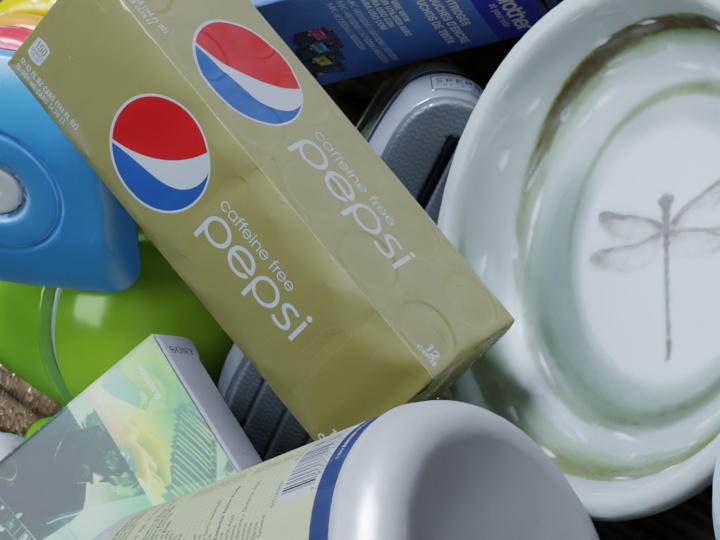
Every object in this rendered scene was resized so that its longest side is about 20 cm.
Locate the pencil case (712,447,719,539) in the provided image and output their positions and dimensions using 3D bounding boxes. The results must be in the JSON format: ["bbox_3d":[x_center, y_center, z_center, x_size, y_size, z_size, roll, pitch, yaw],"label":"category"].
[{"bbox_3d":[0.201,0.065,0.741,0.199,0.083,0.091,-15,101,49],"label":"pencil case"}]

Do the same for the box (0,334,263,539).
[{"bbox_3d":[-0.115,0.143,1.023,0.200,0.036,0.145,-39,71,14],"label":"box"}]

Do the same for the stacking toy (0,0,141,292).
[{"bbox_3d":[-0.122,-0.094,1.062,0.200,0.109,0.117,-67,-20,-47],"label":"stacking toy"}]

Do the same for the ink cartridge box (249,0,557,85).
[{"bbox_3d":[0.002,-0.157,1.000,0.199,0.076,0.137,-12,66,16],"label":"ink cartridge box"}]

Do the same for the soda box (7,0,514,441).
[{"bbox_3d":[-0.037,-0.029,0.919,0.200,0.068,0.064,50,126,7],"label":"soda box"}]

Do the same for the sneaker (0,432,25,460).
[{"bbox_3d":[-0.208,0.169,1.187,0.078,0.139,0.201,-42,51,38],"label":"sneaker"}]

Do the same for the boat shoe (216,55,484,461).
[{"bbox_3d":[0.000,0.000,1.035,0.201,0.072,0.062,-58,19,20],"label":"boat shoe"}]

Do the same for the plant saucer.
[{"bbox_3d":[0.107,-0.007,0.900,0.200,0.050,0.201,-16,69,50],"label":"plant saucer"}]

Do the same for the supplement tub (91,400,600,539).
[{"bbox_3d":[-0.022,0.141,0.873,0.199,0.145,0.146,-24,63,35],"label":"supplement tub"}]

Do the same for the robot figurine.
[{"bbox_3d":[-0.113,0.007,1.123,0.200,0.115,0.176,24,89,51],"label":"robot figurine"}]
